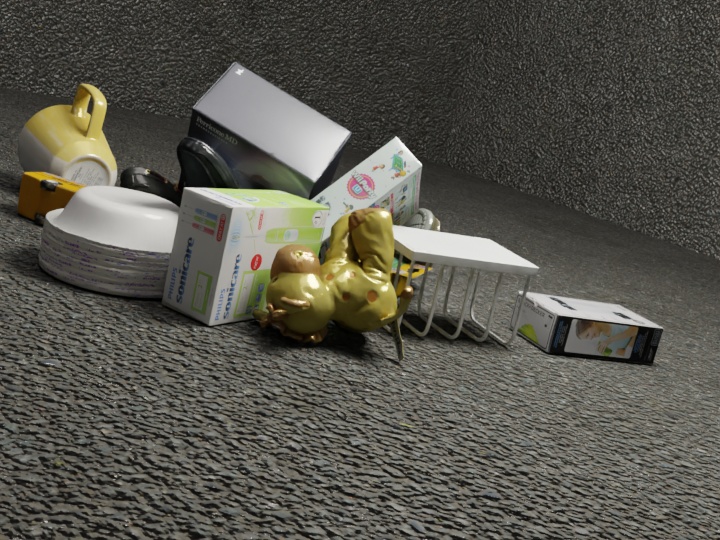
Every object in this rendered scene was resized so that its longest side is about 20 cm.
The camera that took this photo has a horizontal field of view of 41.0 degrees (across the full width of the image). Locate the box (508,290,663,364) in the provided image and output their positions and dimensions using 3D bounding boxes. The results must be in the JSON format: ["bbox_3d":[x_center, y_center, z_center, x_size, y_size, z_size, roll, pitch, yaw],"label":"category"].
[{"bbox_3d":[0.338,0.086,1.450,0.198,0.061,0.117,8,13,-26],"label":"box"}]

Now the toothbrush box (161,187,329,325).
[{"bbox_3d":[-0.140,-0.021,1.204,0.086,0.147,0.199,21,13,31],"label":"toothbrush box"}]

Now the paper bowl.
[{"bbox_3d":[-0.302,-0.043,1.228,0.199,0.105,0.201,14,12,-3],"label":"paper bowl"}]

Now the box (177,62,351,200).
[{"bbox_3d":[-0.145,-0.152,1.385,0.199,0.199,0.124,31,52,4],"label":"box"}]

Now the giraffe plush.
[{"bbox_3d":[-0.046,0.025,1.166,0.161,0.173,0.201,-3,52,-23],"label":"giraffe plush"}]

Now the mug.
[{"bbox_3d":[-0.478,-0.194,1.586,0.148,0.188,0.153,-22,36,-22],"label":"mug"}]

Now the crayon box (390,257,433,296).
[{"bbox_3d":[0.000,0.000,1.492,0.198,0.052,0.126,16,12,16],"label":"crayon box"}]

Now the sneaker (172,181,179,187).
[{"bbox_3d":[-0.294,-0.074,1.509,0.198,0.113,0.071,-19,18,-3],"label":"sneaker"}]

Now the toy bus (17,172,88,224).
[{"bbox_3d":[-0.414,-0.090,1.417,0.198,0.066,0.078,18,11,21],"label":"toy bus"}]

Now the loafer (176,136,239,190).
[{"bbox_3d":[-0.189,-0.081,1.239,0.068,0.202,0.071,18,54,36],"label":"loafer"}]

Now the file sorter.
[{"bbox_3d":[0.116,0.022,1.341,0.198,0.126,0.139,7,14,-25],"label":"file sorter"}]

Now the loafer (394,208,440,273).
[{"bbox_3d":[0.092,-0.038,1.563,0.069,0.076,0.200,23,-23,-8],"label":"loafer"}]

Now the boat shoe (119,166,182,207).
[{"bbox_3d":[-0.276,-0.090,1.400,0.073,0.064,0.201,-23,-26,16],"label":"boat shoe"}]

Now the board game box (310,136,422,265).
[{"bbox_3d":[-0.006,-0.078,1.375,0.064,0.199,0.148,48,-14,18],"label":"board game box"}]
